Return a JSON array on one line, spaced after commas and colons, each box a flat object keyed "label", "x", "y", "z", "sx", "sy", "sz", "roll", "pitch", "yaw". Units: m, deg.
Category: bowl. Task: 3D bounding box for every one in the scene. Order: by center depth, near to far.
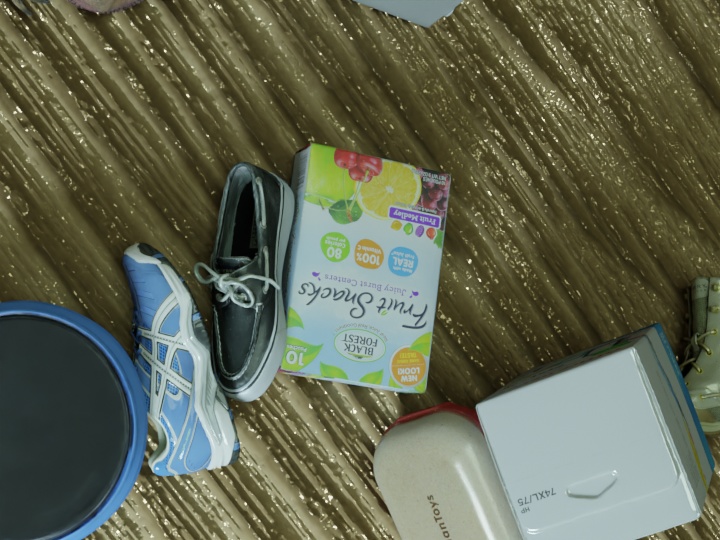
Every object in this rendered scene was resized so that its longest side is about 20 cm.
[{"label": "bowl", "x": -0.269, "y": 0.125, "z": 1.022, "sx": 0.197, "sy": 0.039, "sz": 0.204, "roll": 0, "pitch": 87, "yaw": -6}]

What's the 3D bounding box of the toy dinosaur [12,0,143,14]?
[{"label": "toy dinosaur", "x": -0.241, "y": -0.259, "z": 1.083, "sx": 0.199, "sy": 0.086, "sz": 0.137, "roll": 28, "pitch": 85, "yaw": -33}]

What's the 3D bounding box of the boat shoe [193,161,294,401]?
[{"label": "boat shoe", "x": -0.100, "y": 0.007, "z": 1.096, "sx": 0.068, "sy": 0.073, "sz": 0.202, "roll": 28, "pitch": 69, "yaw": -58}]

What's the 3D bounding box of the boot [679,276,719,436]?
[{"label": "boot", "x": 0.330, "y": 0.085, "z": 1.267, "sx": 0.197, "sy": 0.072, "sz": 0.157, "roll": 0, "pitch": 83, "yaw": -22}]

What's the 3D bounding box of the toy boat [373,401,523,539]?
[{"label": "toy boat", "x": 0.107, "y": 0.206, "z": 1.156, "sx": 0.130, "sy": 0.130, "sz": 0.202, "roll": -27, "pitch": 95, "yaw": -50}]

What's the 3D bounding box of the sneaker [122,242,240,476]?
[{"label": "sneaker", "x": -0.164, "y": 0.076, "z": 1.074, "sx": 0.076, "sy": 0.076, "sz": 0.203, "roll": -19, "pitch": 90, "yaw": -17}]

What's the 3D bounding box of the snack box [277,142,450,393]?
[{"label": "snack box", "x": 0.000, "y": 0.000, "z": 1.158, "sx": 0.140, "sy": 0.053, "sz": 0.203, "roll": 11, "pitch": 81, "yaw": -19}]

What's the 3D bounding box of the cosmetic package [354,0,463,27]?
[{"label": "cosmetic package", "x": 0.003, "y": -0.300, "z": 1.164, "sx": 0.197, "sy": 0.107, "sz": 0.092, "roll": 14, "pitch": 79, "yaw": -21}]

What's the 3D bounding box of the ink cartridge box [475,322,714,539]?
[{"label": "ink cartridge box", "x": 0.209, "y": 0.146, "z": 1.115, "sx": 0.145, "sy": 0.200, "sz": 0.148, "roll": -22, "pitch": 86, "yaw": 18}]
